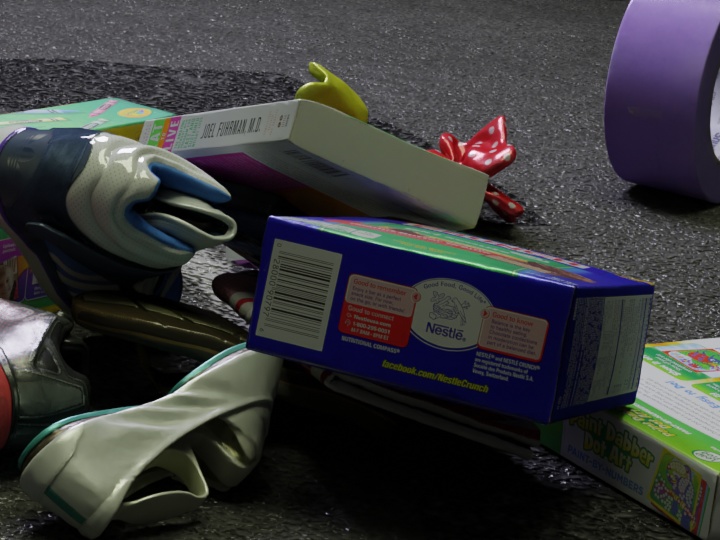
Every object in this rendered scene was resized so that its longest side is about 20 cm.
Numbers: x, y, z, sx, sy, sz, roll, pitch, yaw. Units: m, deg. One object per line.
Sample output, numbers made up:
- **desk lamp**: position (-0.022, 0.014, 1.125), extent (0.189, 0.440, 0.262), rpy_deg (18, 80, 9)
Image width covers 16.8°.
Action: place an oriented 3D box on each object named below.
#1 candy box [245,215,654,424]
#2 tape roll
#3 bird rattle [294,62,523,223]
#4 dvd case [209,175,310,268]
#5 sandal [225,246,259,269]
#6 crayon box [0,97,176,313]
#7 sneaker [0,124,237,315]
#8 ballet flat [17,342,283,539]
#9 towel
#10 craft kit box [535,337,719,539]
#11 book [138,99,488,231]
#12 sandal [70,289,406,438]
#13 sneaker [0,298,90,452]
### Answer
- **candy box**: position (0.054, 0.023, 1.296), extent (0.168, 0.077, 0.200), rpy_deg (14, 4, 18)
- **tape roll**: position (0.286, -0.163, 2.061), extent (0.085, 0.201, 0.200), rpy_deg (16, 17, 28)
- **bird rattle**: position (0.025, -0.065, 1.855), extent (0.199, 0.113, 0.163), rpy_deg (22, 29, 5)
- **dvd case**: position (-0.035, -0.008, 1.495), extent (0.142, 0.018, 0.200), rpy_deg (16, -14, 46)
- **sandal**: position (0.004, 0.001, 1.638), extent (0.202, 0.050, 0.082), rpy_deg (1, -4, 29)
- **crayon box**: position (-0.202, -0.037, 1.531), extent (0.058, 0.119, 0.200), rpy_deg (17, 18, 31)
- **sneaker**: position (-0.122, -0.012, 1.421), extent (0.146, 0.081, 0.200), rpy_deg (12, -23, 35)
- **ballet flat**: position (-0.092, 0.092, 1.248), extent (0.069, 0.070, 0.200), rpy_deg (17, 22, 31)
- **towel**: position (0.007, 0.051, 1.399), extent (0.143, 0.023, 0.200), rpy_deg (20, 6, -25)
- **craft kit box**: position (0.215, 0.092, 1.408), extent (0.197, 0.049, 0.200), rpy_deg (0, 17, -33)
- **book**: position (-0.034, -0.058, 1.446), extent (0.133, 0.048, 0.200), rpy_deg (22, -11, -29)
- **sandal**: position (-0.073, 0.062, 1.375), extent (0.199, 0.055, 0.082), rpy_deg (21, 7, -7)
- **sneaker**: position (-0.203, 0.047, 1.321), extent (0.097, 0.071, 0.200), rpy_deg (-1, 20, -27)
